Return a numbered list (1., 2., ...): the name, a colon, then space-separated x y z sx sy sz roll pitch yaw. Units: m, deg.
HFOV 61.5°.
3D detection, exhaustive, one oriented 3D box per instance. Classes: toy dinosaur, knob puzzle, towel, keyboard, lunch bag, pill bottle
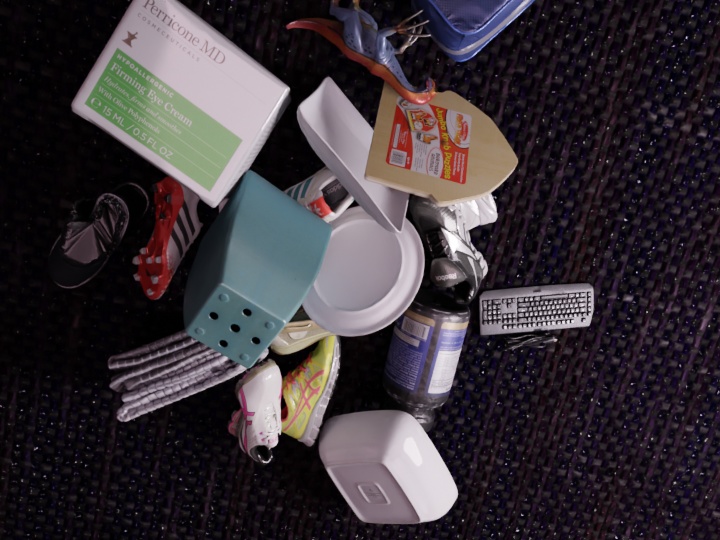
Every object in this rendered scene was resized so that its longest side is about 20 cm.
1. toy dinosaur: 0.023 -0.296 0.823 0.197 0.104 0.185 -21 90 33
2. knob puzzle: 0.111 -0.160 0.804 0.214 0.224 0.031 6 148 -8
3. towel: -0.244 0.129 0.868 0.196 0.166 0.087 -22 87 0
4. keyboard: 0.291 0.080 0.987 0.195 0.040 0.107 -5 104 -5
5. lunch bag: 0.163 -0.395 0.805 0.199 0.132 0.137 -39 89 5
6. pill bottle: 0.095 0.141 0.941 0.109 0.112 0.205 11 103 -9

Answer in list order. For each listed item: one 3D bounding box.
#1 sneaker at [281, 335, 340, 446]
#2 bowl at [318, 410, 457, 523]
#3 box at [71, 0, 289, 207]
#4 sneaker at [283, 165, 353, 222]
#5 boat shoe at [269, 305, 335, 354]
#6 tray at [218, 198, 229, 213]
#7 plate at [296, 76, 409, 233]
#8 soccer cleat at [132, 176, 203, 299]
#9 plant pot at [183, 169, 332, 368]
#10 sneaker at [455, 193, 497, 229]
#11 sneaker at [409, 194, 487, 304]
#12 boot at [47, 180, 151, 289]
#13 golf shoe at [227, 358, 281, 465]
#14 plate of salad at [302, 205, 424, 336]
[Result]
1. sneaker: -0.086 0.176 0.948 0.088 0.078 0.204 18 100 -4
2. bowl: 0.031 0.321 0.947 0.197 0.075 0.202 -15 113 37
3. box: -0.210 -0.215 0.769 0.197 0.200 0.173 34 96 -12
4. sneaker: -0.077 -0.090 0.871 0.198 0.094 0.071 -35 105 3
5. boat shoe: -0.054 0.056 0.910 0.197 0.074 0.064 -22 134 -4
6. tray: -0.153 -0.006 0.882 0.104 0.022 0.204 6 123 0
7. plate: -0.007 -0.156 0.818 0.032 0.201 0.200 -33 108 23
8. soccer cleat: -0.271 -0.045 0.876 0.068 0.084 0.203 35 120 27
9. plant pot: -0.134 0.008 0.756 0.140 0.202 0.142 32 119 -18
10. sneaker: 0.125 -0.141 0.893 0.098 0.078 0.203 -27 105 5
11. sneaker: 0.127 -0.025 0.885 0.065 0.092 0.201 -9 134 35
12. boot: -0.371 -0.037 0.812 0.200 0.168 0.076 -43 105 6
13. golf shoe: -0.142 0.212 0.904 0.072 0.092 0.202 -26 149 -36
14. plate of salad: 0.000 0.000 0.881 0.195 0.048 0.205 -8 65 17
